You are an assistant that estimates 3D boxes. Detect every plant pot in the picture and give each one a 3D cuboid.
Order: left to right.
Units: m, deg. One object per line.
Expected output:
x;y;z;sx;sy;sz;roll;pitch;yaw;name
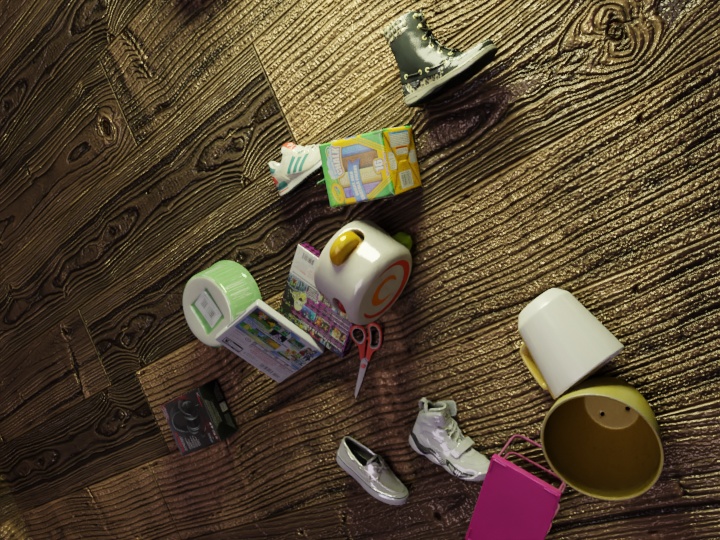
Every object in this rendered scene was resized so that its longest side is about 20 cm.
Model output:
0.421;0.265;1.249;0.195;0.142;0.205;12;117;24;plant pot

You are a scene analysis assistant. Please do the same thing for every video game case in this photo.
-0.210;0.167;1.679;0.199;0.022;0.181;38;130;-21;video game case
-0.082;0.065;1.620;0.198;0.036;0.185;32;119;24;video game case

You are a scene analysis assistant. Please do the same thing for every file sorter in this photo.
0.309;0.444;1.397;0.137;0.125;0.205;25;117;25;file sorter

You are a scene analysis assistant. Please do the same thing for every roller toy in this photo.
0.000;0.000;1.447;0.139;0.198;0.186;38;123;25;roller toy

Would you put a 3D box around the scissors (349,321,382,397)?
0.015;0.200;1.600;0.071;0.014;0.205;1;117;6;scissors

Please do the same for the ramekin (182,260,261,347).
-0.341;0.086;1.768;0.196;0.097;0.206;11;109;32;ramekin

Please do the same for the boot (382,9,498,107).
0.136;-0.406;1.313;0.201;0.073;0.157;-24;86;37;boot

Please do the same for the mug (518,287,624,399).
0.342;0.129;1.280;0.187;0.148;0.155;-45;69;28;mug

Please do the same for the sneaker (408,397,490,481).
0.188;0.341;1.483;0.197;0.074;0.118;22;117;32;sneaker

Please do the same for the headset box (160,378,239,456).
-0.435;0.394;1.935;0.197;0.077;0.152;-25;88;35;headset box

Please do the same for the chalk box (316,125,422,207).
0.003;-0.202;1.432;0.196;0.124;0.127;-5;101;34;chalk box

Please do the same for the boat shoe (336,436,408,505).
0.027;0.446;1.628;0.197;0.073;0.067;27;122;25;boat shoe

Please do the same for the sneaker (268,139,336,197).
-0.125;-0.238;1.543;0.198;0.070;0.095;-31;91;39;sneaker
